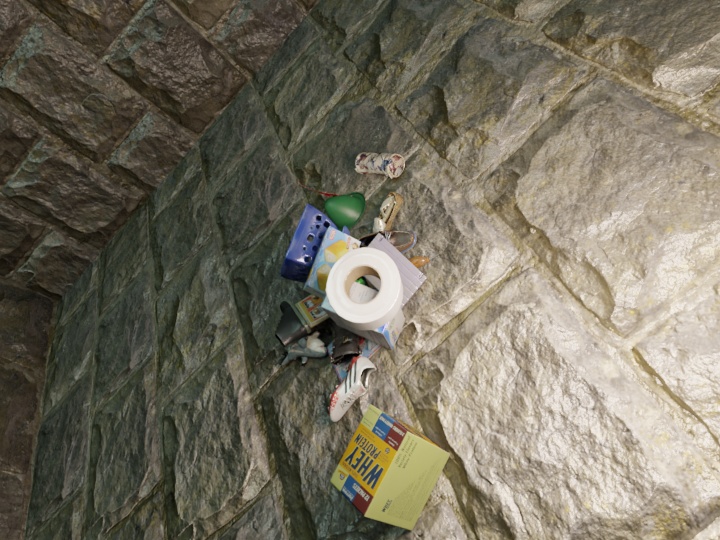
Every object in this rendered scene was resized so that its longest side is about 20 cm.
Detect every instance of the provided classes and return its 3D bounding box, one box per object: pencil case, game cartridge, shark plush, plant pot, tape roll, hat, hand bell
[{"bbox_3d":[0.064,-0.381,1.882,0.197,0.079,0.090,16,54,47],"label":"pencil case"},{"bbox_3d":[0.087,0.004,1.556,0.200,0.038,0.130,43,99,11],"label":"game cartridge"},{"bbox_3d":[-0.197,0.272,1.699,0.196,0.091,0.085,-28,84,18],"label":"shark plush"},{"bbox_3d":[-0.147,-0.065,1.729,0.200,0.175,0.205,129,160,-67],"label":"plant pot"},{"bbox_3d":[0.011,0.048,1.356,0.196,0.071,0.209,-4,68,10],"label":"tape roll"},{"bbox_3d":[-0.106,-0.251,1.879,0.196,0.175,0.170,-20,51,32],"label":"hat"},{"bbox_3d":[0.117,-0.014,1.600,0.195,0.104,0.107,-12,54,22],"label":"hand bell"}]

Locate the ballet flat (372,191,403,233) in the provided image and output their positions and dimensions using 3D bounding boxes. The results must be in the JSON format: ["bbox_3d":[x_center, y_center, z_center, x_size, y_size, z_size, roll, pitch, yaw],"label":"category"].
[{"bbox_3d":[0.077,-0.175,1.741,0.069,0.065,0.204,12,73,44],"label":"ballet flat"}]

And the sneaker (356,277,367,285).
[{"bbox_3d":[0.000,0.000,1.654,0.075,0.087,0.203,3,40,-4],"label":"sneaker"}]

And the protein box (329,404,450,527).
[{"bbox_3d":[0.071,0.459,1.217,0.133,0.199,0.202,21,78,47],"label":"protein box"}]

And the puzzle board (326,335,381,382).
[{"bbox_3d":[-0.015,0.223,1.597,0.200,0.017,0.152,-45,41,12],"label":"puzzle board"}]

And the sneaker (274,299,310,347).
[{"bbox_3d":[-0.249,0.169,1.720,0.105,0.076,0.199,-31,32,-16],"label":"sneaker"}]

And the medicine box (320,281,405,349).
[{"bbox_3d":[0.012,0.119,1.467,0.195,0.183,0.105,21,75,19],"label":"medicine box"}]

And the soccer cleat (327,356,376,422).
[{"bbox_3d":[-0.024,0.343,1.489,0.084,0.068,0.203,19,76,43],"label":"soccer cleat"}]

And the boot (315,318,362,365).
[{"bbox_3d":[-0.075,0.204,1.601,0.196,0.069,0.178,-20,49,32],"label":"boot"}]

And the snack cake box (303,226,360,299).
[{"bbox_3d":[-0.086,-0.015,1.598,0.067,0.112,0.205,138,154,-68],"label":"snack cake box"}]

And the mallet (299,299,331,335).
[{"bbox_3d":[-0.152,0.156,1.761,0.197,0.041,0.067,22,84,44],"label":"mallet"}]

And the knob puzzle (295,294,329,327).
[{"bbox_3d":[-0.104,0.087,1.665,0.214,0.031,0.221,-20,26,10],"label":"knob puzzle"}]

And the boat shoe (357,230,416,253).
[{"bbox_3d":[0.080,-0.089,1.656,0.195,0.072,0.075,-11,70,28],"label":"boat shoe"}]
